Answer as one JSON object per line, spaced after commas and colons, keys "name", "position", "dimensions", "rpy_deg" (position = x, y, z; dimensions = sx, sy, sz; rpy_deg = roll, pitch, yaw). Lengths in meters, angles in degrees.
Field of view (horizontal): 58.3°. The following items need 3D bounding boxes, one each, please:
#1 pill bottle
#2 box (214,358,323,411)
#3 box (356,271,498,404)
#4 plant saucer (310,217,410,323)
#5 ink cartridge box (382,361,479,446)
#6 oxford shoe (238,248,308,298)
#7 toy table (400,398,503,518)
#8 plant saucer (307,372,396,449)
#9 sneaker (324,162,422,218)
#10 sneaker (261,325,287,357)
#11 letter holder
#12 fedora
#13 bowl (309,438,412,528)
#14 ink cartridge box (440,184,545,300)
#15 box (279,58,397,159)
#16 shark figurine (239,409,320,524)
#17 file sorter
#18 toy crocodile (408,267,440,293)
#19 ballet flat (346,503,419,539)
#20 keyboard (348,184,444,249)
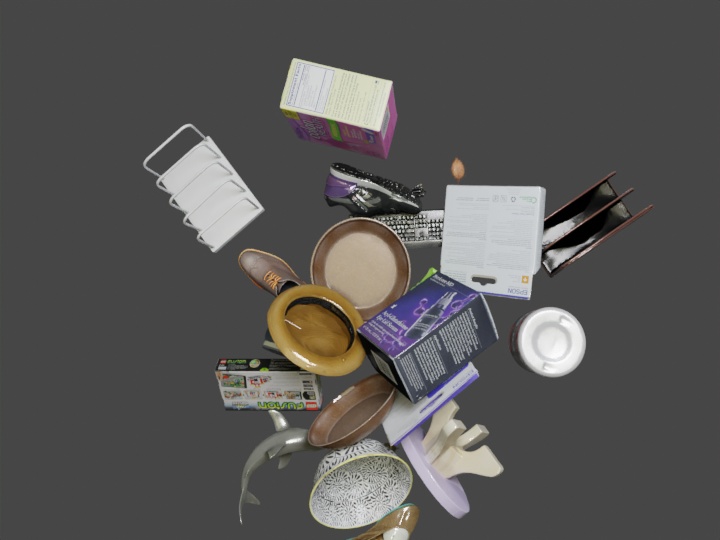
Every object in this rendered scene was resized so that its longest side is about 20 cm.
{"name": "pill bottle", "position": [0.325, 0.128, 1.154], "dimensions": [0.110, 0.200, 0.117], "rpy_deg": [-1, 84, 6]}
{"name": "box", "position": [-0.175, 0.223, 1.250], "dimensions": [0.194, 0.035, 0.112], "rpy_deg": [0, 126, 6]}
{"name": "box", "position": [0.117, 0.112, 1.140], "dimensions": [0.198, 0.147, 0.106], "rpy_deg": [-35, 117, -15]}
{"name": "plant saucer", "position": [0.000, 0.000, 1.268], "dimensions": [0.194, 0.037, 0.207], "rpy_deg": [0, 93, 0]}
{"name": "ink cartridge box", "position": [0.118, 0.223, 1.170], "dimensions": [0.197, 0.200, 0.044], "rpy_deg": [-40, 104, 1]}
{"name": "oxford shoe", "position": [-0.164, 0.017, 1.285], "dimensions": [0.197, 0.073, 0.072], "rpy_deg": [32, 88, 9]}
{"name": "toy table", "position": [0.164, 0.323, 1.173], "dimensions": [0.117, 0.183, 0.201], "rpy_deg": [-43, 70, 12]}
{"name": "plant saucer", "position": [-0.007, 0.264, 1.187], "dimensions": [0.198, 0.201, 0.037], "rpy_deg": [-35, 101, 2]}
{"name": "sneaker", "position": [0.023, -0.138, 1.276], "dimensions": [0.195, 0.076, 0.089], "rpy_deg": [21, 114, 3]}
{"name": "sneaker", "position": [-0.091, 0.139, 1.267], "dimensions": [0.195, 0.070, 0.084], "rpy_deg": [14, 73, 1]}
{"name": "letter holder", "position": [0.418, -0.090, 1.197], "dimensions": [0.198, 0.142, 0.102], "rpy_deg": [-34, 81, 2]}
{"name": "fedora", "position": [-0.084, 0.122, 1.196], "dimensions": [0.196, 0.082, 0.204], "rpy_deg": [14, 49, -17]}
{"name": "bowl", "position": [-0.009, 0.375, 1.200], "dimensions": [0.197, 0.203, 0.095], "rpy_deg": [-28, 39, 2]}
{"name": "ink cartridge box", "position": [0.245, -0.057, 1.217], "dimensions": [0.196, 0.040, 0.206], "rpy_deg": [7, 93, 36]}
{"name": "box", "position": [-0.036, -0.308, 1.254], "dimensions": [0.195, 0.176, 0.099], "rpy_deg": [16, 85, 7]}
{"name": "shark figurine", "position": [-0.177, 0.363, 1.231], "dimensions": [0.213, 0.089, 0.129], "rpy_deg": [-41, 96, -4]}
{"name": "file sorter", "position": [-0.317, -0.165, 1.297], "dimensions": [0.138, 0.125, 0.201], "rpy_deg": [-39, 82, 1]}
{"name": "toy crocodile", "position": [0.104, 0.091, 1.248], "dimensions": [0.066, 0.061, 0.204], "rpy_deg": [21, 95, -33]}
{"name": "ballet flat", "position": [0.031, 0.513, 1.204], "dimensions": [0.197, 0.073, 0.069], "rpy_deg": [-28, 117, 2]}
{"name": "keyboard", "position": [0.073, -0.107, 1.300], "dimensions": [0.194, 0.021, 0.131], "rpy_deg": [-3, 84, 5]}
